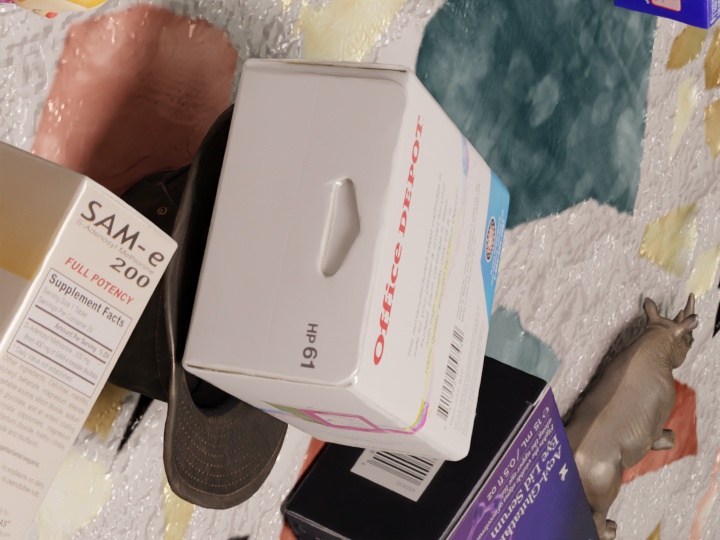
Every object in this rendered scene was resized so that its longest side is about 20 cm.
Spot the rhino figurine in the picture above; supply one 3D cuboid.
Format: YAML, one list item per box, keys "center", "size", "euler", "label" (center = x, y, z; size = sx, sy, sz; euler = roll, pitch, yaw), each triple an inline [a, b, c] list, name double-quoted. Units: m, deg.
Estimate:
- center: [0.199, 0.095, 1.507]
  size: [0.200, 0.060, 0.087]
  euler: [-56, 146, -23]
  label: "rhino figurine"

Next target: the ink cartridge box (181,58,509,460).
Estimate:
- center: [0.000, 0.000, 0.972]
  size: [0.200, 0.085, 0.145]
  euler: [42, 56, -69]
  label: "ink cartridge box"

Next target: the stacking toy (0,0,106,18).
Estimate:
- center: [-0.155, -0.116, 0.677]
  size: [0.116, 0.200, 0.110]
  euler: [-11, 118, -56]
  label: "stacking toy"

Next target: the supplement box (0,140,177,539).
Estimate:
- center: [-0.179, 0.044, 0.818]
  size: [0.200, 0.126, 0.074]
  euler: [-64, 148, -8]
  label: "supplement box"

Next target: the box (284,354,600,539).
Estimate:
- center: [0.056, 0.159, 1.281]
  size: [0.148, 0.104, 0.200]
  euler: [-54, 147, -22]
  label: "box"

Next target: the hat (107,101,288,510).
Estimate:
- center: [-0.085, 0.009, 0.986]
  size: [0.201, 0.081, 0.201]
  euler: [7, 90, -72]
  label: "hat"

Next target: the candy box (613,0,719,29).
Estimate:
- center: [0.237, -0.277, 1.309]
  size: [0.200, 0.077, 0.169]
  euler: [-46, 143, -34]
  label: "candy box"
